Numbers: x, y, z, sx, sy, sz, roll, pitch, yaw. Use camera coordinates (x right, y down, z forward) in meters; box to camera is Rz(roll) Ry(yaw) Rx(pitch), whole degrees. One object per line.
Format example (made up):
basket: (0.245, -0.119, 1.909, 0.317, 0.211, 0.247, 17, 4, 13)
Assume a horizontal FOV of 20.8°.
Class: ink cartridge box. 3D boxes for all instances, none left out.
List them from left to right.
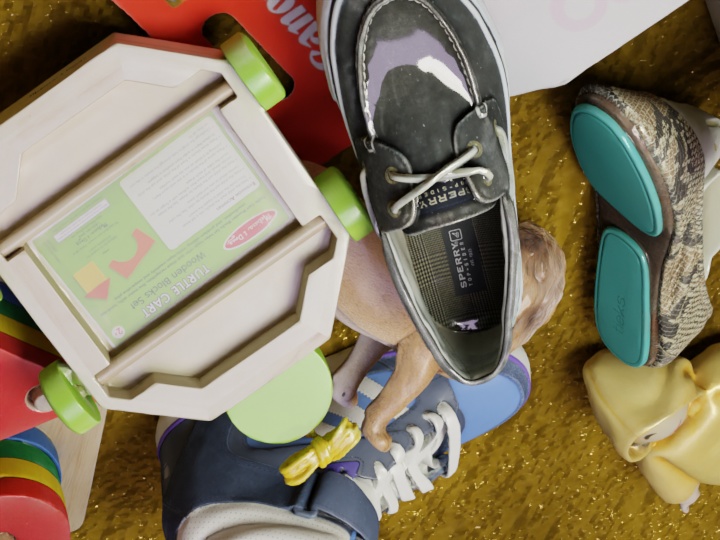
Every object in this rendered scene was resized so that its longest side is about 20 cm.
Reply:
ink cartridge box: (0.023, -0.117, 0.795, 0.200, 0.057, 0.163, -37, 138, 9)

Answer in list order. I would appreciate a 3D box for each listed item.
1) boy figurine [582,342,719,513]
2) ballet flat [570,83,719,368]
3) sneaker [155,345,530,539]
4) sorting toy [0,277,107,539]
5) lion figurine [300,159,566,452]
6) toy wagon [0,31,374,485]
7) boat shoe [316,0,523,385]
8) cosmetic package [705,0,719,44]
boy figurine: (0.200, 0.083, 1.048, 0.199, 0.065, 0.124, 24, 123, -40)
ballet flat: (0.142, -0.033, 0.925, 0.075, 0.068, 0.201, -36, 144, -16)
sneaker: (0.004, 0.110, 0.940, 0.198, 0.147, 0.081, -10, 135, -10)
sorting toy: (-0.205, 0.068, 0.879, 0.197, 0.070, 0.201, 0, 132, -20)
lion figurine: (0.000, 0.000, 0.884, 0.199, 0.073, 0.123, 30, 101, -35)
toy wagon: (-0.071, 0.003, 0.815, 0.155, 0.040, 0.201, -34, 111, 3)
boat shoe: (0.035, -0.041, 0.788, 0.072, 0.071, 0.201, -17, 126, 6)
cosmetic package: (0.205, -0.123, 0.847, 0.105, 0.071, 0.200, -28, 135, 5)
